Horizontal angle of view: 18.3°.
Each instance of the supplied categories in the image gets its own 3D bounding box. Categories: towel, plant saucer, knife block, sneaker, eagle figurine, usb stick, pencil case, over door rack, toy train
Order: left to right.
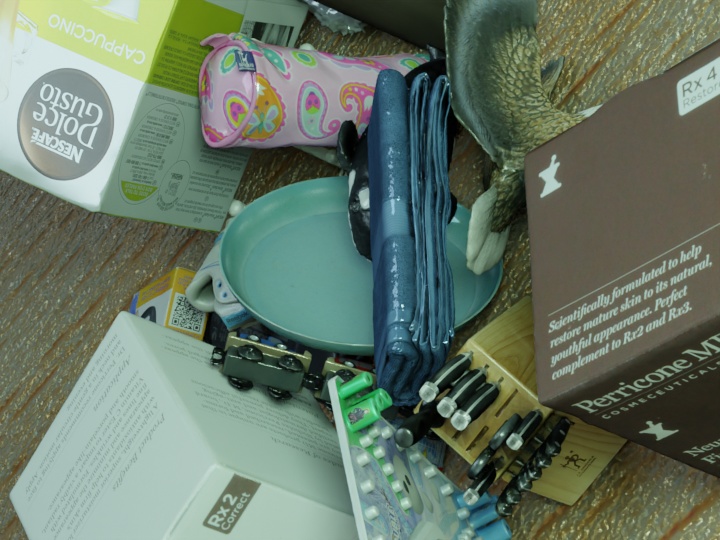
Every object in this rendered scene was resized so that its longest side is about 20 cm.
[{"bbox_3d":[-0.062,0.015,1.685,0.087,0.075,0.199,-48,27,-24],"label":"sneaker"},{"bbox_3d":[-0.065,-0.108,1.792,0.200,0.066,0.148,27,92,55],"label":"over door rack"},{"bbox_3d":[-0.061,0.058,1.722,0.200,0.032,0.056,19,93,55],"label":"usb stick"},{"bbox_3d":[-0.025,-0.127,1.632,0.087,0.199,0.088,-5,83,55],"label":"pencil case"},{"bbox_3d":[-0.003,0.078,1.507,0.046,0.199,0.034,-86,12,-63],"label":"toy train"},{"bbox_3d":[0.000,0.000,1.565,0.200,0.199,0.028,-121,26,-49],"label":"plant saucer"},{"bbox_3d":[0.033,-0.021,1.448,0.112,0.048,0.201,104,165,-66],"label":"towel"},{"bbox_3d":[0.075,0.073,1.406,0.064,0.175,0.200,-51,37,19],"label":"knife block"},{"bbox_3d":[0.114,-0.097,1.502,0.152,0.150,0.200,-60,45,27],"label":"eagle figurine"}]

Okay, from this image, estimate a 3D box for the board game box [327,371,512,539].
[{"bbox_3d":[0.055,0.182,1.360,0.026,0.200,0.201,-27,48,17],"label":"board game box"}]

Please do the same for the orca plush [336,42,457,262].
[{"bbox_3d":[0.055,-0.093,1.573,0.071,0.105,0.200,-29,14,48],"label":"orca plush"}]

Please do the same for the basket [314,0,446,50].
[{"bbox_3d":[-0.001,-0.255,1.673,0.180,0.199,0.137,4,73,53],"label":"basket"}]

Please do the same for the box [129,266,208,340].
[{"bbox_3d":[-0.172,0.106,1.812,0.119,0.041,0.201,-27,47,64],"label":"box"}]

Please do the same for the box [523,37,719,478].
[{"bbox_3d":[0.218,0.004,1.234,0.166,0.199,0.165,-30,49,41],"label":"box"}]

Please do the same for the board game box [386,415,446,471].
[{"bbox_3d":[-0.014,0.202,1.552,0.200,0.061,0.201,-45,40,30],"label":"board game box"}]

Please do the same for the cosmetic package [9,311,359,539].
[{"bbox_3d":[-0.106,0.163,1.499,0.165,0.164,0.200,-57,36,14],"label":"cosmetic package"}]

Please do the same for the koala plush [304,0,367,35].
[{"bbox_3d":[-0.063,-0.277,1.837,0.199,0.184,0.179,3,79,32],"label":"koala plush"}]

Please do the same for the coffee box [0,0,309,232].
[{"bbox_3d":[-0.194,-0.158,1.683,0.199,0.200,0.199,24,97,22],"label":"coffee box"}]
